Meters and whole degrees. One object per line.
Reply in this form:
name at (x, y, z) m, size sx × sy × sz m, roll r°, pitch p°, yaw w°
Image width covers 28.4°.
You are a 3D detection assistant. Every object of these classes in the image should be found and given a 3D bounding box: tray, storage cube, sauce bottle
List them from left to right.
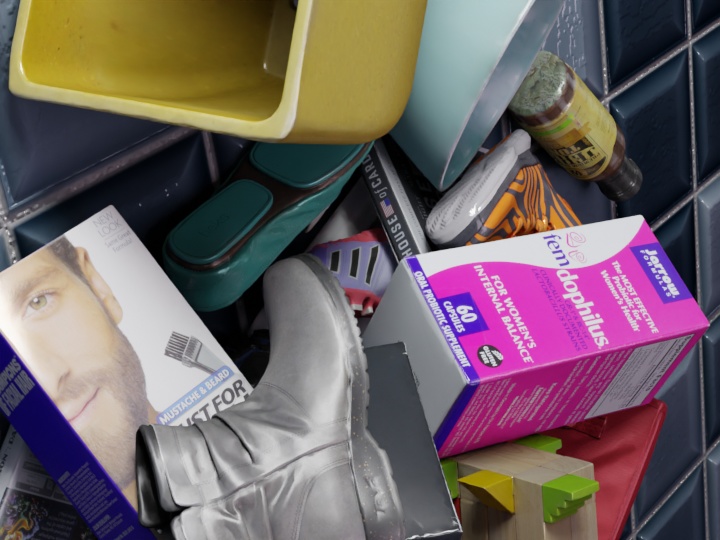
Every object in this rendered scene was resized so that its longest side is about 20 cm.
tray at (-0.003, 0.008, 1.070) m, size 0.201 × 0.022 × 0.108 m, roll -54°, pitch 138°, yaw -26°
storage cube at (0.127, 0.163, 1.113) m, size 0.200 × 0.170 × 0.181 m, roll 43°, pitch 69°, yaw -75°
sauce bottle at (0.193, -0.118, 1.244) m, size 0.200 × 0.064 × 0.065 m, roll 34°, pitch 74°, yaw -49°

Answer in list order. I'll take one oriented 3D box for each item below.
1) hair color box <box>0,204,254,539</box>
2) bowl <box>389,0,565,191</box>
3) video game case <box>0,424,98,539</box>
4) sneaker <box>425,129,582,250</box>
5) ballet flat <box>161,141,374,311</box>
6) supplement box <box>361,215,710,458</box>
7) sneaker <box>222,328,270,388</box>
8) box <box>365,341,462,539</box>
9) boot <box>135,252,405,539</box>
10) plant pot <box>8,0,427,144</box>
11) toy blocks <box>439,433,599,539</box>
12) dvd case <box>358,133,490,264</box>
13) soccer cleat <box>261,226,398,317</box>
hair color box at (-0.130, 0.076, 0.809) m, size 0.200 × 0.065 × 0.109 m, roll 51°, pitch 51°, yaw 3°
bowl at (0.065, -0.168, 0.999) m, size 0.202 × 0.105 × 0.201 m, roll -56°, pitch 173°, yaw -11°
video game case at (-0.165, 0.166, 0.913) m, size 0.200 × 0.023 × 0.183 m, roll 31°, pitch 76°, yaw -52°
sneaker at (0.119, -0.030, 1.024) m, size 0.112 × 0.077 × 0.200 m, roll 52°, pitch 28°, yaw -4°
ballet flat at (-0.062, -0.043, 0.959) m, size 0.200 × 0.067 × 0.071 m, roll -45°, pitch 156°, yaw -34°
supplement box at (0.117, 0.044, 0.962) m, size 0.198 × 0.102 × 0.104 m, roll -10°, pitch 147°, yaw -29°
sneaker at (-0.078, 0.098, 0.941) m, size 0.199 × 0.075 × 0.079 m, roll -27°, pitch 125°, yaw -41°
box at (0.001, 0.166, 0.904) m, size 0.078 × 0.142 × 0.201 m, roll -9°, pitch 139°, yaw -13°
boot at (-0.061, 0.080, 0.771) m, size 0.130 × 0.201 × 0.070 m, roll -5°, pitch 146°, yaw -20°
plant pot at (-0.053, -0.171, 0.827) m, size 0.200 × 0.193 × 0.197 m, roll 6°, pitch 96°, yaw -61°
toy blocks at (0.088, 0.187, 0.959) m, size 0.099 × 0.199 × 0.138 m, roll -13°, pitch 104°, yaw -38°
dvd case at (0.074, -0.039, 1.073) m, size 0.199 × 0.025 × 0.151 m, roll 9°, pitch 52°, yaw -55°
soccer cleat at (0.000, 0.000, 1.014) m, size 0.199 × 0.066 × 0.077 m, roll 5°, pitch 70°, yaw -48°
